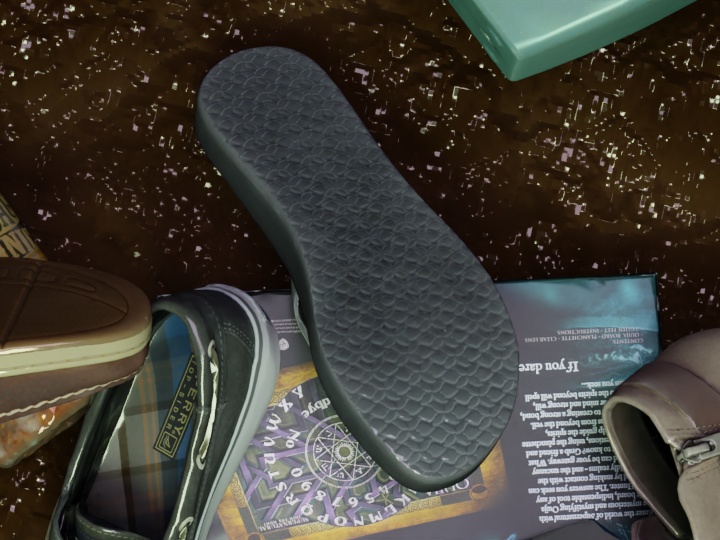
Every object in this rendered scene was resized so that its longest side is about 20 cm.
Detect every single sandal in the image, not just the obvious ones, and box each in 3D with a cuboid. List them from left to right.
[{"bbox_3d":[0.000,-0.001,1.036,0.076,0.043,0.201,-16,59,-19],"label":"sandal"}]

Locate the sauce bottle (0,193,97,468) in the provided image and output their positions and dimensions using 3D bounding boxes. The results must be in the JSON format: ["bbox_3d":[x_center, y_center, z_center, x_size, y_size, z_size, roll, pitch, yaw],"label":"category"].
[{"bbox_3d":[-0.171,-0.021,1.033,0.066,0.066,0.200,-37,90,-8],"label":"sauce bottle"}]

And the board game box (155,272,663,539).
[{"bbox_3d":[0.021,0.073,1.058,0.198,0.028,0.136,-2,85,-6],"label":"board game box"}]

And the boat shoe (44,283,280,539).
[{"bbox_3d":[-0.090,0.098,1.010,0.068,0.057,0.201,22,96,26],"label":"boat shoe"}]

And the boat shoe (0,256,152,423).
[{"bbox_3d":[-0.168,0.048,0.980,0.198,0.072,0.072,-11,118,2],"label":"boat shoe"}]

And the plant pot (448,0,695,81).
[{"bbox_3d":[0.111,-0.170,1.040,0.200,0.141,0.142,-38,88,-1],"label":"plant pot"}]

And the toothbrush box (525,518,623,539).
[{"bbox_3d":[0.056,0.213,1.004,0.145,0.085,0.201,-18,95,-6],"label":"toothbrush box"}]

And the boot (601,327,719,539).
[{"bbox_3d":[0.174,0.112,1.020,0.145,0.070,0.201,-11,65,-37],"label":"boot"}]
